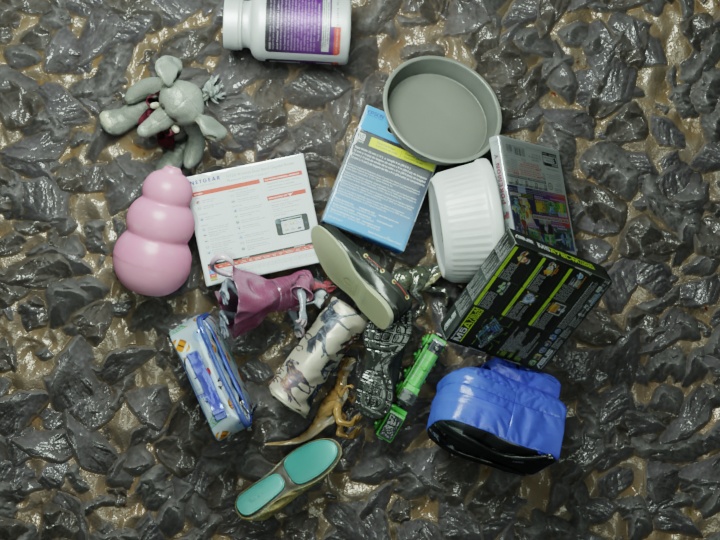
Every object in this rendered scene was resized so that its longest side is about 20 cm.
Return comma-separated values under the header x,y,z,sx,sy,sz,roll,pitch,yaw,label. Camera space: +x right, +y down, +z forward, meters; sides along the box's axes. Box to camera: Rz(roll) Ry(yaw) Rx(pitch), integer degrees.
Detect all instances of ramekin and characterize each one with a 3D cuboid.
x,y,z,sx,sy,sz,roll,pitch,yaw,label
0.165,-0.072,1.702,0.094,0.202,0.204,-8,92,-2,ramekin

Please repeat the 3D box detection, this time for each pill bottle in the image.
x,y,z,sx,sy,sz,roll,pitch,yaw,label
-0.116,-0.387,1.717,0.199,0.111,0.112,2,92,-4,pill bottle

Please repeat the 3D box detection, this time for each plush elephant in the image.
x,y,z,sx,sy,sz,roll,pitch,yaw,label
-0.294,-0.242,1.686,0.200,0.155,0.165,-39,94,-2,plush elephant

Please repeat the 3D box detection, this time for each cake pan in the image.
x,y,z,sx,sy,sz,roll,pitch,yaw,label
0.128,-0.252,1.737,0.199,0.037,0.201,6,64,-12,cake pan

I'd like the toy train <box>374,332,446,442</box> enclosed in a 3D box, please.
x,y,z,sx,sy,sz,roll,pitch,yaw,label
0.082,0.192,1.777,0.042,0.056,0.201,30,90,-4,toy train

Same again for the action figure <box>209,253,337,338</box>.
x,y,z,sx,sy,sz,roll,pitch,yaw,label
-0.135,0.037,1.723,0.199,0.134,0.150,-17,79,-25,action figure

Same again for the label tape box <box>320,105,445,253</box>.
x,y,z,sx,sy,sz,roll,pitch,yaw,label
0.036,-0.146,1.760,0.143,0.066,0.201,21,85,-4,label tape box

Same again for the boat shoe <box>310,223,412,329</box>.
x,y,z,sx,sy,sz,roll,pitch,yaw,label
-0.001,0.001,1.708,0.063,0.074,0.201,-33,73,-34,boat shoe

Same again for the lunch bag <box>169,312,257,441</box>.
x,y,z,sx,sy,sz,roll,pitch,yaw,label
-0.229,0.169,1.702,0.075,0.160,0.201,-25,93,-3,lunch bag

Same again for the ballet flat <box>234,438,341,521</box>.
x,y,z,sx,sy,sz,roll,pitch,yaw,label
-0.113,0.343,1.765,0.199,0.071,0.071,-34,94,-2,ballet flat

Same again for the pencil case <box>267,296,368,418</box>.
x,y,z,sx,sy,sz,roll,pitch,yaw,label
-0.065,0.137,1.743,0.078,0.089,0.200,30,79,32,pencil case

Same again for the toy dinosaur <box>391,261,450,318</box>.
x,y,z,sx,sy,sz,roll,pitch,yaw,label
0.105,0.026,1.781,0.199,0.047,0.089,-19,86,-7,toy dinosaur

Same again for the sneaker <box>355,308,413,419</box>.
x,y,z,sx,sy,sz,roll,pitch,yaw,label
0.037,0.137,1.754,0.075,0.091,0.201,17,91,6,sneaker

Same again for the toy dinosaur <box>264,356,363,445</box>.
x,y,z,sx,sy,sz,roll,pitch,yaw,label
-0.052,0.238,1.778,0.106,0.060,0.200,33,85,25,toy dinosaur

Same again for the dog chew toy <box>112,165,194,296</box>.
x,y,z,sx,sy,sz,roll,pitch,yaw,label
-0.315,-0.064,1.697,0.124,0.125,0.201,14,101,-4,dog chew toy

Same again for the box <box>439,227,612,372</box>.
x,y,z,sx,sy,sz,roll,pitch,yaw,label
0.252,0.050,1.655,0.192,0.048,0.200,20,120,-23,box

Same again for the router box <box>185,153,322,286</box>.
x,y,z,sx,sy,sz,roll,pitch,yaw,label
-0.170,-0.082,1.754,0.199,0.049,0.181,-11,92,-4,router box

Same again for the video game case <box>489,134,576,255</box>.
x,y,z,sx,sy,sz,roll,pitch,yaw,label
0.275,-0.113,1.714,0.023,0.199,0.183,-15,79,36,video game case

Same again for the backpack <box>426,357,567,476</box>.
x,y,z,sx,sy,sz,roll,pitch,yaw,label
0.212,0.229,1.741,0.199,0.163,0.169,16,62,-4,backpack
